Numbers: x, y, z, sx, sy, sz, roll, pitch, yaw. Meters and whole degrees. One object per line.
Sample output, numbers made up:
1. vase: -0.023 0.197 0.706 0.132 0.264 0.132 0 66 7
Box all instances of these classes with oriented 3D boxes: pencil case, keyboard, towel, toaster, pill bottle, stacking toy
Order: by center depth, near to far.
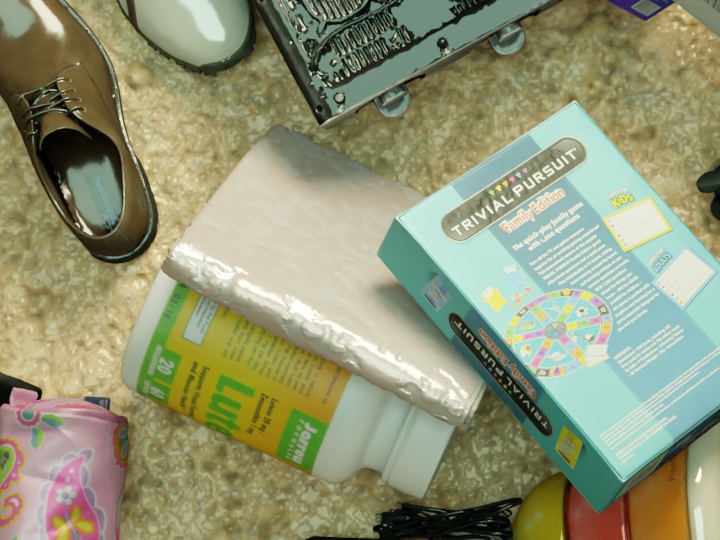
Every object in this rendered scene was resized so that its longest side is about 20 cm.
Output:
1. towel: 0.000 0.000 1.639 0.199 0.191 0.032 26 121 4
2. keyboard: 0.035 0.188 1.645 0.199 0.040 0.105 -2 84 32
3. stacking toy: 0.143 0.160 1.659 0.199 0.146 0.147 -7 86 21
4. pill bottle: -0.035 0.060 1.664 0.199 0.111 0.112 25 88 5
5. toaster: 0.010 -0.203 1.675 0.180 0.119 0.201 -29 86 0
6. pencil case: -0.193 0.175 1.682 0.087 0.087 0.201 6 86 4

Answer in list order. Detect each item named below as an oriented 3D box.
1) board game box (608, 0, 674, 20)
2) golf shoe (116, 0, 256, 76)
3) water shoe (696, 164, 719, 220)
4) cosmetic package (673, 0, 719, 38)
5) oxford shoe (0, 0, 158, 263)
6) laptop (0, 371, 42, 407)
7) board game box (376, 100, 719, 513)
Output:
1. board game box: 0.112 -0.244 1.619 0.045 0.199 0.135 -31 56 32
2. golf shoe: -0.134 -0.211 1.701 0.077 0.088 0.201 -31 86 -1
3. water shoe: 0.261 0.004 1.642 0.079 0.072 0.201 -27 43 12
4. cosmetic package: 0.271 -0.219 1.607 0.107 0.085 0.200 39 63 13
5. oxford shoe: -0.184 -0.103 1.698 0.072 0.084 0.201 -29 84 3
6. laptop: -0.332 0.117 1.729 0.199 0.103 0.178 22 88 -21
7. board game box: 0.131 0.018 1.585 0.151 0.047 0.200 -33 74 -29
